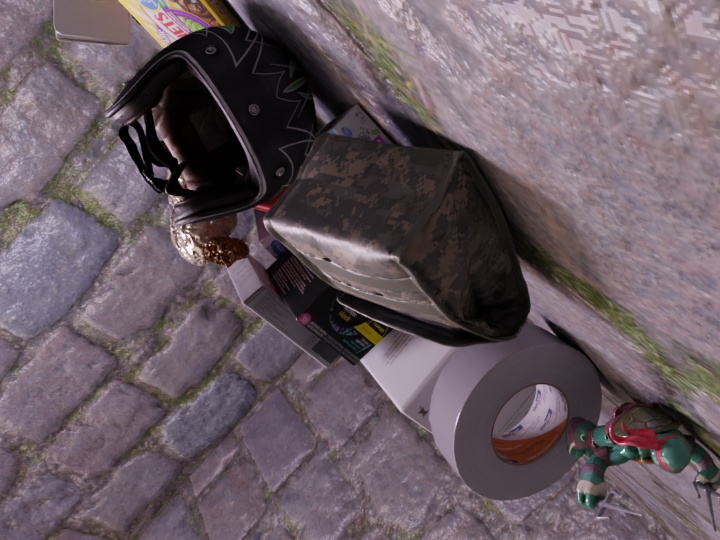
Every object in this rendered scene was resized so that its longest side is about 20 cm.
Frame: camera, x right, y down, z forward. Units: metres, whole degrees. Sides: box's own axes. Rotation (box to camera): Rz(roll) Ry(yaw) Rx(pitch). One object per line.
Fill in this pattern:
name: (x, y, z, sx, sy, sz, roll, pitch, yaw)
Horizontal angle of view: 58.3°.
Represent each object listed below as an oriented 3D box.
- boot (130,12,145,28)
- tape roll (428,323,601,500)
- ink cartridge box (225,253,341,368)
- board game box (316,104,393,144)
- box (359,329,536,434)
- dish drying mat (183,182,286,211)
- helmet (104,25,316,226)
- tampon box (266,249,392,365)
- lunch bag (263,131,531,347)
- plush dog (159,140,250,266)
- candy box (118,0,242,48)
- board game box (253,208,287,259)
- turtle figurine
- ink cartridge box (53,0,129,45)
boot: (-0.228, -0.308, 0.857, 0.168, 0.077, 0.200, 40, 175, -37)
tape roll: (0.183, 0.166, 0.761, 0.200, 0.200, 0.066, 44, 180, -27)
ink cartridge box: (-0.122, 0.040, 0.974, 0.200, 0.043, 0.174, 45, -174, -41)
board game box: (0.011, -0.109, 0.707, 0.134, 0.034, 0.200, 46, 177, -14)
box: (0.144, 0.134, 0.960, 0.200, 0.199, 0.171, 40, -179, -31)
dish drying mat: (-0.105, -0.093, 0.772, 0.198, 0.077, 0.018, 13, 129, 12)
helmet: (-0.138, -0.154, 0.667, 0.201, 0.189, 0.201, 57, -163, -29)
tampon box: (0.000, 0.000, 0.908, 0.150, 0.200, 0.126, 43, -175, -43)
lunch bag: (0.042, -0.011, 0.559, 0.163, 0.118, 0.200, 19, 161, 43)
plush dog: (-0.221, -0.091, 0.909, 0.159, 0.173, 0.199, -3, -164, -34)
candy box: (-0.193, -0.279, 0.723, 0.101, 0.027, 0.200, -3, 150, 31)
board game box: (-0.104, -0.074, 1.023, 0.200, 0.041, 0.201, 49, -160, -51)
turtle figurine: (0.281, 0.180, 0.638, 0.148, 0.102, 0.200, 2, 180, 0)
ink cartridge box: (-0.333, -0.357, 0.793, 0.083, 0.147, 0.200, -2, -158, -24)
